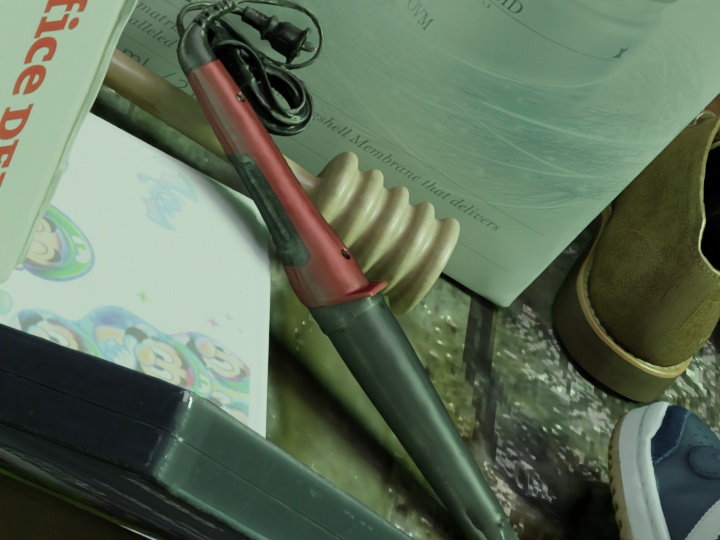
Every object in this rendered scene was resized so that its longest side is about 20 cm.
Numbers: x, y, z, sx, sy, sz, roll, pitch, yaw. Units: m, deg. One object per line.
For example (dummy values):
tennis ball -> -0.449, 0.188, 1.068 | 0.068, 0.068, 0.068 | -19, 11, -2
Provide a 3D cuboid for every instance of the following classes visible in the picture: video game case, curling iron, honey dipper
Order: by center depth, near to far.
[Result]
video game case -> -0.089, 0.020, 0.490 | 0.200, 0.019, 0.143 | 17, -12, 26
video game case -> -0.105, 0.011, 0.704 | 0.182, 0.024, 0.200 | 28, 35, -22
curling iron -> 0.000, 0.000, 0.792 | 0.050, 0.026, 0.200 | -24, 83, -28
honey dipper -> -0.059, -0.054, 0.821 | 0.200, 0.038, 0.038 | 34, 33, -10

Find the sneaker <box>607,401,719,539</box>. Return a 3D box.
sneaker -> 0.140, 0.096, 0.765 | 0.200, 0.108, 0.070 | -95, 159, -57

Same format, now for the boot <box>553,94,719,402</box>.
boot -> 0.126, -0.033, 0.961 | 0.074, 0.075, 0.200 | 34, 32, -11

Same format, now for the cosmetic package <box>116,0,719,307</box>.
cosmetic package -> 0.031, -0.128, 0.850 | 0.199, 0.200, 0.123 | 31, 34, -17

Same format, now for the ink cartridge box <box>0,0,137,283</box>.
ink cartridge box -> -0.158, -0.057, 0.579 | 0.200, 0.144, 0.084 | -11, 51, -41

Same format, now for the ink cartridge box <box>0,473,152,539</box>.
ink cartridge box -> -0.089, 0.139, 0.474 | 0.165, 0.075, 0.200 | 26, 54, -22
